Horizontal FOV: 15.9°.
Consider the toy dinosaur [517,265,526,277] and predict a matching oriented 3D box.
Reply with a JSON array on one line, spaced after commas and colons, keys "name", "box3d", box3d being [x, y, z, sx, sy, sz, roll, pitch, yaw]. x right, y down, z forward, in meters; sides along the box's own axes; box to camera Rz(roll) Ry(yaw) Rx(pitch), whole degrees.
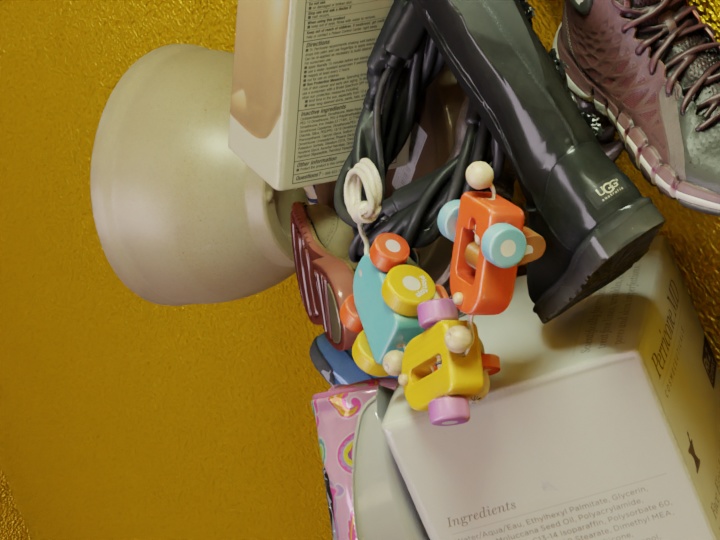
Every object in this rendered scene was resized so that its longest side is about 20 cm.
[{"name": "toy dinosaur", "box3d": [0.089, 0.037, 1.772, 0.136, 0.086, 0.200, 59, 158, 1]}]

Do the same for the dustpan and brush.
[{"name": "dustpan and brush", "box3d": [0.028, 0.181, 1.550, 0.139, 0.057, 0.201, 26, -128, -63]}]

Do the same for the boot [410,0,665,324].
[{"name": "boot", "box3d": [0.083, -0.081, 1.435, 0.200, 0.066, 0.165, 56, 161, 9]}]

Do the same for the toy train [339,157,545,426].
[{"name": "toy train", "box3d": [0.050, 0.004, 1.454, 0.200, 0.055, 0.151, -155, 68, -64]}]

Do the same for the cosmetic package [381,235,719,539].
[{"name": "cosmetic package", "box3d": [0.134, 0.117, 1.547, 0.165, 0.164, 0.201, -66, -45, -63]}]

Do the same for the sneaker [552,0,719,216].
[{"name": "sneaker", "box3d": [0.161, -0.116, 1.361, 0.200, 0.075, 0.116, 43, 153, 42]}]

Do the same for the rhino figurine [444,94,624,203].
[{"name": "rhino figurine", "box3d": [0.110, -0.080, 1.541, 0.060, 0.088, 0.200, 23, 173, -21]}]

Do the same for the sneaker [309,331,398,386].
[{"name": "sneaker", "box3d": [0.061, 0.080, 1.744, 0.200, 0.066, 0.079, 31, 111, 16]}]

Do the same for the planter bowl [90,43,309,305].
[{"name": "planter bowl", "box3d": [-0.088, -0.069, 1.943, 0.134, 0.200, 0.201, 4, 128, 35]}]

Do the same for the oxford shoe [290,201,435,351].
[{"name": "oxford shoe", "box3d": [0.000, 0.000, 1.673, 0.200, 0.074, 0.071, -123, 22, -66]}]

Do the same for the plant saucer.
[{"name": "plant saucer", "box3d": [0.024, -0.073, 1.711, 0.200, 0.029, 0.201, 3, 93, 57]}]

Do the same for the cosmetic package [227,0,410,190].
[{"name": "cosmetic package", "box3d": [-0.020, -0.160, 1.626, 0.071, 0.105, 0.201, 41, 133, 47]}]

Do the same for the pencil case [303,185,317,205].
[{"name": "pencil case", "box3d": [0.019, -0.014, 1.882, 0.201, 0.078, 0.089, 66, 175, -17]}]

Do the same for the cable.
[{"name": "cable", "box3d": [0.047, -0.088, 1.560, 0.201, 0.051, 0.163, -64, 33, 13]}]

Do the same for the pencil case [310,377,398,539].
[{"name": "pencil case", "box3d": [0.019, 0.169, 1.649, 0.087, 0.087, 0.201, 166, 97, -71]}]

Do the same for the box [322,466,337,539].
[{"name": "box", "box3d": [0.054, 0.218, 1.700, 0.136, 0.040, 0.201, -10, 86, 31]}]
